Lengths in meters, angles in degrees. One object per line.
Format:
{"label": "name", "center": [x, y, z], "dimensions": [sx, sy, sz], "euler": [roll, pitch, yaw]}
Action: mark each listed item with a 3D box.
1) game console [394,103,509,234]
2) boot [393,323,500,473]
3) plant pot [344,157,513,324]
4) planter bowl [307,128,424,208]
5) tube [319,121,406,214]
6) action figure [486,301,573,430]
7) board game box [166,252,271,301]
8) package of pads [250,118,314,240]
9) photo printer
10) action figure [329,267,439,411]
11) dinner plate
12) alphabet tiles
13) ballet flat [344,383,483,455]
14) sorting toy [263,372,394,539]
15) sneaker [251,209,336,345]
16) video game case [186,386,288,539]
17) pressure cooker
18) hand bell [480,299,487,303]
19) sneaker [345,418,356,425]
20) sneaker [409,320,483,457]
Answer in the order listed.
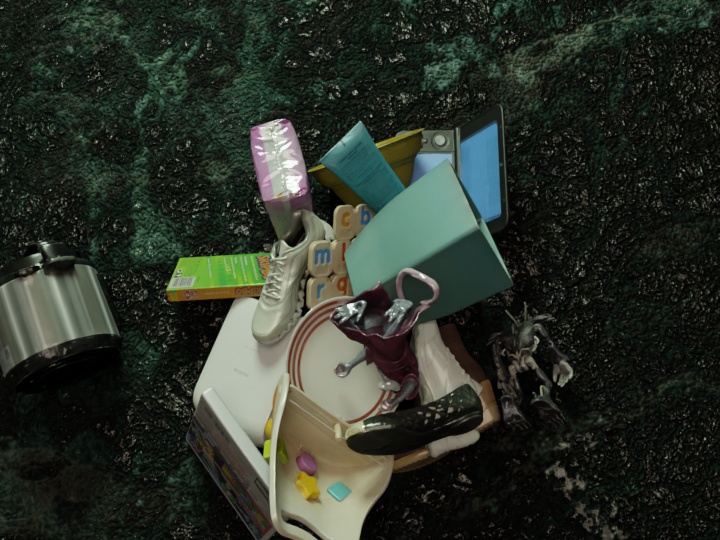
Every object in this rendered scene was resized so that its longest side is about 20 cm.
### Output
{"label": "game console", "center": [0.139, -0.149, 1.062], "dimensions": [0.170, 0.117, 0.207], "euler": [0, 76, 2]}
{"label": "boot", "center": [0.100, 0.195, 1.019], "dimensions": [0.196, 0.073, 0.169], "euler": [-28, 65, -3]}
{"label": "plant pot", "center": [0.084, -0.018, 0.933], "dimensions": [0.196, 0.142, 0.144], "euler": [-30, 46, 14]}
{"label": "planter bowl", "center": [0.020, -0.150, 1.050], "dimensions": [0.195, 0.201, 0.086], "euler": [-20, 102, -2]}
{"label": "tube", "center": [0.028, -0.119, 0.960], "dimensions": [0.077, 0.200, 0.051], "euler": [-44, 39, 2]}
{"label": "action figure", "center": [0.250, 0.146, 0.996], "dimensions": [0.116, 0.103, 0.203], "euler": [-20, 33, 25]}
{"label": "board game box", "center": [-0.200, 0.008, 1.056], "dimensions": [0.193, 0.031, 0.097], "euler": [-6, 32, 3]}
{"label": "package of pads", "center": [-0.114, -0.127, 1.023], "dimensions": [0.073, 0.201, 0.124], "euler": [-11, 74, -3]}
{"label": "photo printer", "center": [-0.158, 0.153, 1.003], "dimensions": [0.163, 0.069, 0.205], "euler": [17, 77, 31]}
{"label": "action figure", "center": [0.037, 0.098, 0.892], "dimensions": [0.149, 0.202, 0.133], "euler": [-45, 51, -16]}
{"label": "dinner plate", "center": [-0.021, 0.142, 0.967], "dimensions": [0.194, 0.024, 0.208], "euler": [5, 80, -27]}
{"label": "alphabet tiles", "center": [0.000, 0.000, 1.007], "dimensions": [0.196, 0.014, 0.203], "euler": [-8, 106, -40]}
{"label": "ballet flat", "center": [0.070, 0.199, 0.879], "dimensions": [0.194, 0.068, 0.058], "euler": [-9, 46, -16]}
{"label": "sorting toy", "center": [-0.058, 0.268, 0.843], "dimensions": [0.198, 0.182, 0.107], "euler": [38, 114, -20]}
{"label": "sneaker", "center": [-0.110, 0.006, 0.959], "dimensions": [0.073, 0.081, 0.205], "euler": [18, 76, 28]}
{"label": "video game case", "center": [-0.174, 0.283, 0.946], "dimensions": [0.023, 0.183, 0.201], "euler": [-31, 75, -35]}
{"label": "pressure cooker", "center": [-0.469, 0.060, 1.005], "dimensions": [0.172, 0.179, 0.204], "euler": [-26, 77, -1]}
{"label": "hand bell", "center": [0.092, 0.068, 1.042], "dimensions": [0.198, 0.104, 0.105], "euler": [-39, 77, 7]}
{"label": "sneaker", "center": [-0.032, 0.228, 0.998], "dimensions": [0.075, 0.079, 0.200], "euler": [-43, 79, -9]}
{"label": "sneaker", "center": [0.125, 0.158, 0.960], "dimensions": [0.096, 0.078, 0.207], "euler": [-7, 75, -5]}
